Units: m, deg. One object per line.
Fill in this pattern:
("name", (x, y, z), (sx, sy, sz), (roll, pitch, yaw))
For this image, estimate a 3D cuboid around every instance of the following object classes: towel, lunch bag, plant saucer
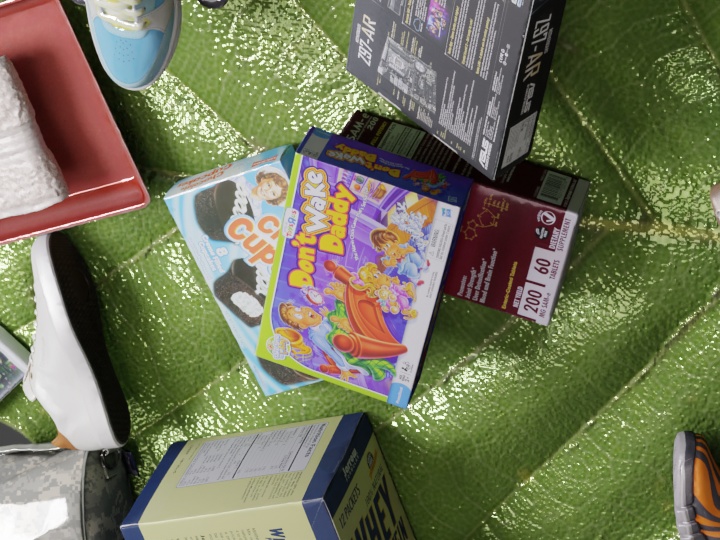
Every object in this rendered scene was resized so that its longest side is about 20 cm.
("towel", (-0.351, -0.099, 1.591), (0.198, 0.035, 0.133), (-11, 116, 23))
("lunch bag", (-0.302, 0.240, 1.752), (0.198, 0.139, 0.170), (-5, 96, 19))
("plant saucer", (-0.291, -0.127, 1.597), (0.198, 0.037, 0.201), (-13, 114, 24))

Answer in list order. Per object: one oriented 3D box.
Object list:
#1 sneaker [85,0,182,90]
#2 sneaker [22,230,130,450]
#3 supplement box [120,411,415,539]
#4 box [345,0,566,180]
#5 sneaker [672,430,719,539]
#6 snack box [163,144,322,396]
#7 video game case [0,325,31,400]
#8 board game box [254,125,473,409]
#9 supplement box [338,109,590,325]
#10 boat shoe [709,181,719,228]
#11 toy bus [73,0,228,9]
("sneaker", (-0.182, -0.209, 1.381), (0.079, 0.131, 0.202), (9, 118, 11))
("sneaker", (-0.268, 0.066, 1.664), (0.084, 0.073, 0.202), (-9, 103, 18))
("supplement box", (-0.069, 0.255, 1.687), (0.198, 0.135, 0.201), (-11, 115, 23))
("box", (0.068, -0.187, 1.379), (0.160, 0.043, 0.201), (39, 142, 27))
("sneaker", (0.323, 0.208, 1.581), (0.111, 0.078, 0.201), (-8, 127, 17))
("snack box", (-0.069, 0.002, 1.600), (0.115, 0.037, 0.201), (-16, 113, 25))
("video game case", (-0.421, 0.068, 1.759), (0.200, 0.023, 0.182), (44, 122, -9))
("board game box", (0.000, 0.000, 1.502), (0.133, 0.045, 0.201), (18, 126, 8))
("supplement box", (0.072, -0.042, 1.517), (0.198, 0.061, 0.110), (17, 123, 9))
("boat shoe", (0.320, 0.008, 1.468), (0.072, 0.072, 0.201), (0, 122, 36))
("toy bus", (-0.143, -0.249, 1.462), (0.198, 0.065, 0.079), (4, 120, 15))
